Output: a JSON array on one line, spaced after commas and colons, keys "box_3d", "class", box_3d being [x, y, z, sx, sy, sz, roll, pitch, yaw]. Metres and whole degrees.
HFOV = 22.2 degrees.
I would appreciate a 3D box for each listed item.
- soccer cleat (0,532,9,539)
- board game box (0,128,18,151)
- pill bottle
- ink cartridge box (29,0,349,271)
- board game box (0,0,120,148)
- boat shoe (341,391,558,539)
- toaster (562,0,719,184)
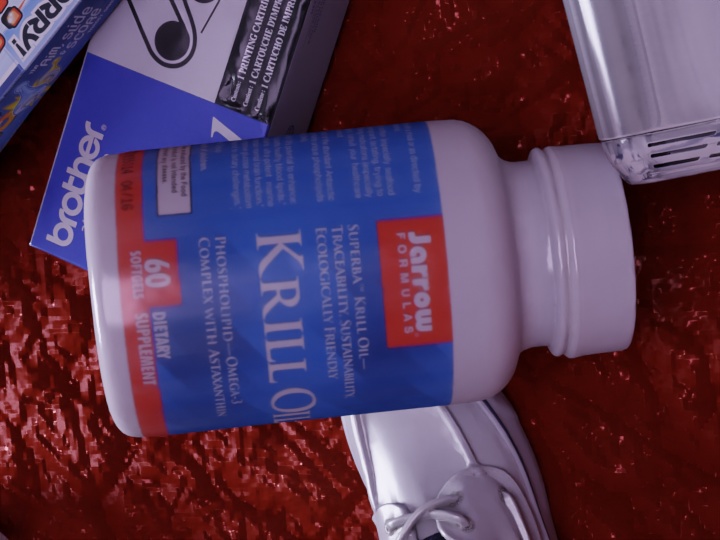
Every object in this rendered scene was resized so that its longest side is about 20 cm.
[{"box_3d": [-0.214, 0.200, 0.853, 0.086, 0.070, 0.200, 15, 100, 19], "class": "soccer cleat"}, {"box_3d": [-0.238, -0.086, 0.850, 0.151, 0.037, 0.200, 44, 107, 11], "class": "board game box"}, {"box_3d": [0.000, 0.000, 0.711, 0.200, 0.112, 0.112, -7, 93, -2], "class": "pill bottle"}, {"box_3d": [-0.066, -0.088, 0.783, 0.094, 0.044, 0.200, 23, 103, 18], "class": "ink cartridge box"}, {"box_3d": [-0.196, -0.108, 0.793, 0.135, 0.034, 0.200, 46, 109, 12], "class": "board game box"}, {"box_3d": [0.044, 0.112, 0.751, 0.074, 0.065, 0.200, -32, 84, 21], "class": "boat shoe"}, {"box_3d": [0.148, -0.108, 0.667, 0.200, 0.114, 0.129, -11, 94, 18], "class": "toaster"}]
